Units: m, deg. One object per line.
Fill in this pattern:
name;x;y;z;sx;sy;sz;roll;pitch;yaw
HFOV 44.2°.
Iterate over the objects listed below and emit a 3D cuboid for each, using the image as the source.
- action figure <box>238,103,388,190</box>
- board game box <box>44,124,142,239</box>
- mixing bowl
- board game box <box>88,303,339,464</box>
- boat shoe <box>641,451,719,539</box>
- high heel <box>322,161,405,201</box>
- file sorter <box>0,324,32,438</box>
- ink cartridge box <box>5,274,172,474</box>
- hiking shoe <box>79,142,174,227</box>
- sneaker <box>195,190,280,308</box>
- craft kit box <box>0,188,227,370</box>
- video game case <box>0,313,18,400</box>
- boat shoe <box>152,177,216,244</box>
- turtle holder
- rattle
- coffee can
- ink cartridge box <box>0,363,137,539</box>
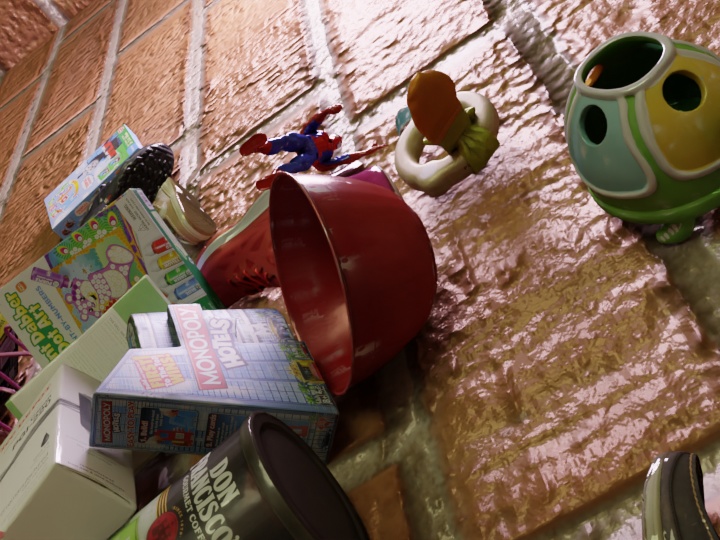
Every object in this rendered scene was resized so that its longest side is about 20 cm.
action figure;-0.041;-0.138;0.949;0.098;0.066;0.200;-23;5;21
board game box;-0.460;-0.156;1.544;0.200;0.037;0.151;-44;34;-1
mixing bowl;0.000;0.000;0.793;0.107;0.202;0.200;-14;28;-19
board game box;-0.146;0.093;0.797;0.200;0.198;0.062;-123;40;-50
boat shoe;0.197;0.190;0.466;0.073;0.075;0.202;-14;51;21
high heel;-0.013;-0.067;0.956;0.096;0.068;0.200;-35;18;-6
file sorter;-0.378;0.135;1.055;0.138;0.126;0.201;-10;45;38
ink cartridge box;-0.245;0.125;0.921;0.200;0.146;0.048;-42;-5;-1
hiking shoe;-0.375;-0.125;1.387;0.201;0.076;0.100;-52;38;-12
sneaker;-0.112;0.004;0.974;0.200;0.078;0.116;-50;49;28
craft kit box;-0.264;0.049;0.968;0.197;0.201;0.049;-37;3;6
video game case;-0.497;0.167;1.140;0.200;0.025;0.182;-55;11;57
boat shoe;-0.249;-0.070;1.204;0.063;0.073;0.201;-49;31;2
turtle holder;0.236;-0.105;0.687;0.140;0.132;0.186;-33;34;12
rattle;0.056;-0.180;0.955;0.130;0.142;0.201;-48;36;25
coffee can;-0.109;0.226;0.661;0.200;0.146;0.147;-40;34;4
ink cartridge box;-0.275;0.194;0.789;0.146;0.085;0.200;-52;22;4
